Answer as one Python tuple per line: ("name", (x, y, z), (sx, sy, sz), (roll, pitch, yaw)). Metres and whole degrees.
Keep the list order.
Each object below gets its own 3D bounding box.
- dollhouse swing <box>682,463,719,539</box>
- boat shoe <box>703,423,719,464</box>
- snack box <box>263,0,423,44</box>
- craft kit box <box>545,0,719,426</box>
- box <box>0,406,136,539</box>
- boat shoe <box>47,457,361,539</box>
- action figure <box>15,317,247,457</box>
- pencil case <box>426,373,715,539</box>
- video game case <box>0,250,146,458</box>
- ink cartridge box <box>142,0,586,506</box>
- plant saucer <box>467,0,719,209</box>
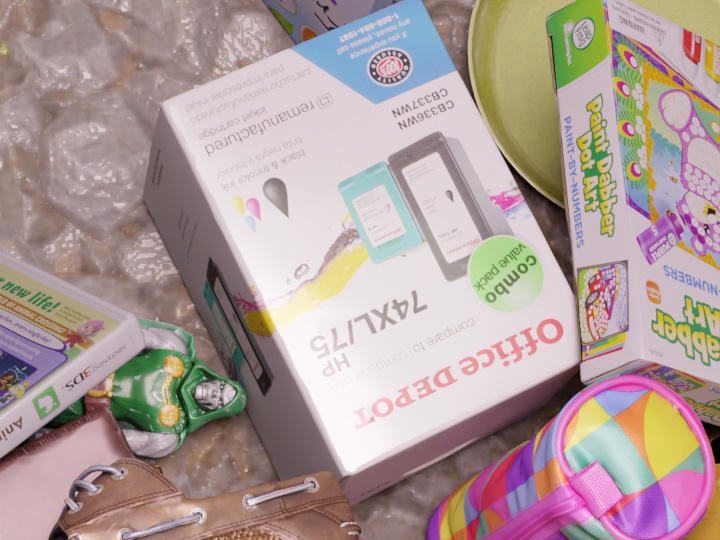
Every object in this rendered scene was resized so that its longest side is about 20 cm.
("dollhouse swing", (0.185, 0.224, 0.918), (0.176, 0.182, 0.201), (41, 75, -11))
("boat shoe", (0.207, 0.106, 1.045), (0.072, 0.068, 0.200), (39, 69, 6))
("snack box", (-0.020, -0.195, 1.032), (0.053, 0.200, 0.143), (-33, 81, -19))
("craft kit box", (0.181, -0.019, 1.001), (0.199, 0.048, 0.200), (17, 61, -39))
("box", (-0.144, 0.202, 0.901), (0.165, 0.164, 0.201), (-26, 78, -17))
("boat shoe", (-0.095, 0.119, 0.819), (0.198, 0.072, 0.073), (-1, 66, -22))
("action figure", (-0.156, 0.057, 1.005), (0.198, 0.055, 0.120), (4, 82, -6))
("pencil case", (0.096, 0.117, 0.959), (0.087, 0.200, 0.089), (7, 65, -15))
("video game case", (-0.223, 0.050, 0.906), (0.182, 0.022, 0.199), (-38, 38, -28))
("ink cartridge box", (0.000, 0.000, 1.002), (0.146, 0.146, 0.201), (-25, 79, -16))
("plant saucer", (0.155, -0.111, 1.127), (0.198, 0.031, 0.202), (3, 71, -9))
